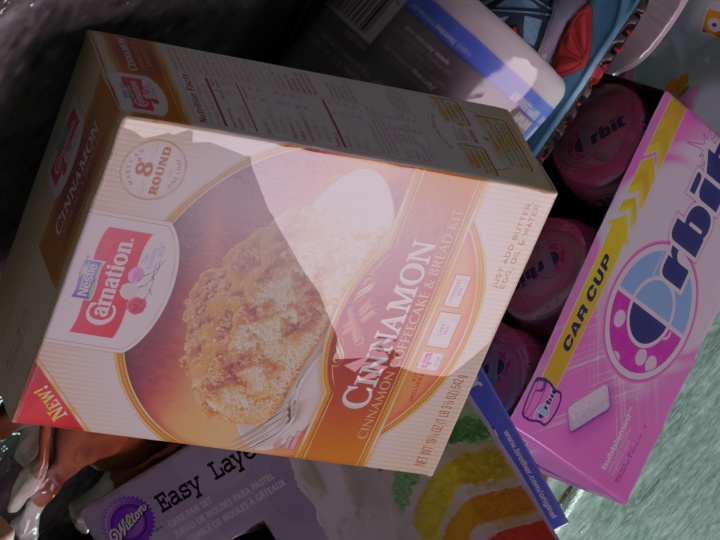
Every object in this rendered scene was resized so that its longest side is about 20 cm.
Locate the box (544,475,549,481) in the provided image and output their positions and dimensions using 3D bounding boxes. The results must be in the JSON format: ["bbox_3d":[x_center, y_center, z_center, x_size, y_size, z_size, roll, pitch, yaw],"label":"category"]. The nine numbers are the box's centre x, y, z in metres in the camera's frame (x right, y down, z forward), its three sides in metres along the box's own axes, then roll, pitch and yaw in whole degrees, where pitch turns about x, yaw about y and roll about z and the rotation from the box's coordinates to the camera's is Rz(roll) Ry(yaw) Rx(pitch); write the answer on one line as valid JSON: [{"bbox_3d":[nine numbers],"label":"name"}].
[{"bbox_3d":[0.080,0.106,1.642,0.201,0.021,0.163,-66,-169,-20],"label":"box"}]

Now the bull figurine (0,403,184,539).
[{"bbox_3d":[-0.119,0.073,1.397,0.121,0.065,0.200,-48,160,13],"label":"bull figurine"}]

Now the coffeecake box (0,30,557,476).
[{"bbox_3d":[-0.040,-0.004,1.221,0.199,0.073,0.154,9,121,-25],"label":"coffeecake box"}]

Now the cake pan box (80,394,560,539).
[{"bbox_3d":[-0.010,0.145,1.353,0.200,0.185,0.052,-30,166,-2],"label":"cake pan box"}]

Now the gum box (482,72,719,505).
[{"bbox_3d":[0.121,0.014,1.472,0.113,0.066,0.201,34,79,-45],"label":"gum box"}]

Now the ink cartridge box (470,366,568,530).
[{"bbox_3d":[-0.010,0.124,1.410,0.200,0.120,0.042,-31,170,5],"label":"ink cartridge box"}]

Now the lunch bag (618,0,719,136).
[{"bbox_3d":[0.210,-0.101,1.619,0.170,0.122,0.201,-32,140,-56],"label":"lunch bag"}]

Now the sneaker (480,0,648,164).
[{"bbox_3d":[0.058,-0.090,1.421,0.200,0.095,0.079,-55,179,-14],"label":"sneaker"}]

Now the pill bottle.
[{"bbox_3d":[-0.009,-0.046,1.328,0.200,0.114,0.114,-49,162,4],"label":"pill bottle"}]

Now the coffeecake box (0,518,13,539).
[{"bbox_3d":[-0.247,0.189,1.310,0.153,0.073,0.200,-35,158,-34],"label":"coffeecake box"}]

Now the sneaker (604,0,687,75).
[{"bbox_3d":[0.098,-0.110,1.533,0.200,0.075,0.088,-44,174,8],"label":"sneaker"}]
